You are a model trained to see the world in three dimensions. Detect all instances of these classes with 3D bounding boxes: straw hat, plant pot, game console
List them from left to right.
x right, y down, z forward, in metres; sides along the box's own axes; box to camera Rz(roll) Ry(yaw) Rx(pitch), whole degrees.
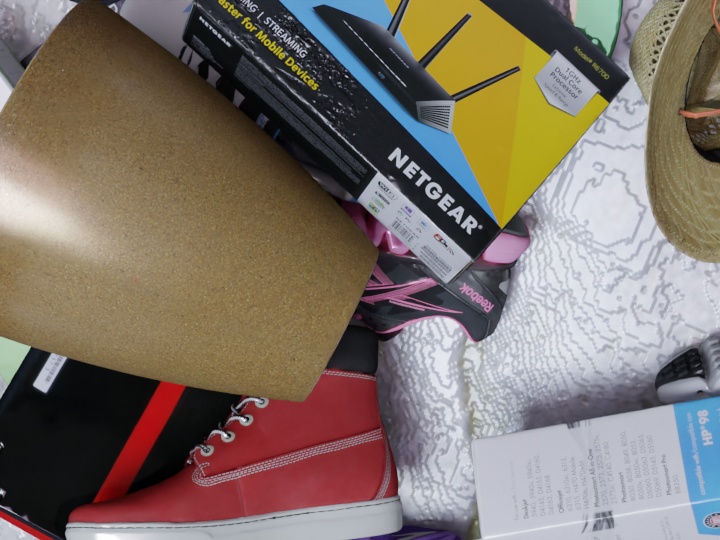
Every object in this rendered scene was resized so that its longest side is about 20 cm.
[{"bbox_3d":[-0.117,0.085,0.941,0.176,0.031,0.201,31,76,-10],"label":"game console"},{"bbox_3d":[-0.097,-0.017,0.844,0.199,0.186,0.187,27,103,-4],"label":"plant pot"},{"bbox_3d":[0.199,-0.113,0.890,0.085,0.200,0.203,32,108,46],"label":"straw hat"}]

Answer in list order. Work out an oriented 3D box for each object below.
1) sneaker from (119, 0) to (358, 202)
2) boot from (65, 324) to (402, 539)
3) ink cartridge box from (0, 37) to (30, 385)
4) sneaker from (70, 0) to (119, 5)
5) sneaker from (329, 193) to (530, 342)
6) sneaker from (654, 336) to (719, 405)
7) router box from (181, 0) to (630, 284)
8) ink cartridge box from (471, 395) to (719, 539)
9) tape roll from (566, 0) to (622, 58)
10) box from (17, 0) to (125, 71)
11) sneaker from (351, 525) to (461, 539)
[{"bbox_3d":[-0.060,-0.107,0.904,0.199,0.072,0.072,32,119,12],"label":"sneaker"},{"bbox_3d":[-0.077,0.090,0.902,0.198,0.072,0.146,-6,85,-24],"label":"boot"},{"bbox_3d":[-0.224,-0.027,0.968,0.145,0.048,0.201,-37,90,14],"label":"ink cartridge box"},{"bbox_3d":[-0.113,-0.237,0.933,0.199,0.072,0.083,-29,57,-3],"label":"sneaker"},{"bbox_3d":[0.000,0.000,0.954,0.198,0.079,0.096,8,116,2],"label":"sneaker"},{"bbox_3d":[0.274,0.076,0.924,0.198,0.075,0.082,-3,110,13],"label":"sneaker"},{"bbox_3d":[0.025,-0.115,0.855,0.200,0.051,0.149,42,68,0],"label":"router box"},{"bbox_3d":[0.136,0.142,0.927,0.198,0.116,0.067,-11,55,12],"label":"ink cartridge box"},{"bbox_3d":[0.055,-0.160,0.930,0.198,0.048,0.202,2,100,9],"label":"tape roll"},{"bbox_3d":[-0.170,-0.072,0.992,0.199,0.036,0.143,-35,93,15],"label":"box"},{"bbox_3d":[-0.027,0.151,0.987,0.198,0.081,0.084,15,90,4],"label":"sneaker"}]
